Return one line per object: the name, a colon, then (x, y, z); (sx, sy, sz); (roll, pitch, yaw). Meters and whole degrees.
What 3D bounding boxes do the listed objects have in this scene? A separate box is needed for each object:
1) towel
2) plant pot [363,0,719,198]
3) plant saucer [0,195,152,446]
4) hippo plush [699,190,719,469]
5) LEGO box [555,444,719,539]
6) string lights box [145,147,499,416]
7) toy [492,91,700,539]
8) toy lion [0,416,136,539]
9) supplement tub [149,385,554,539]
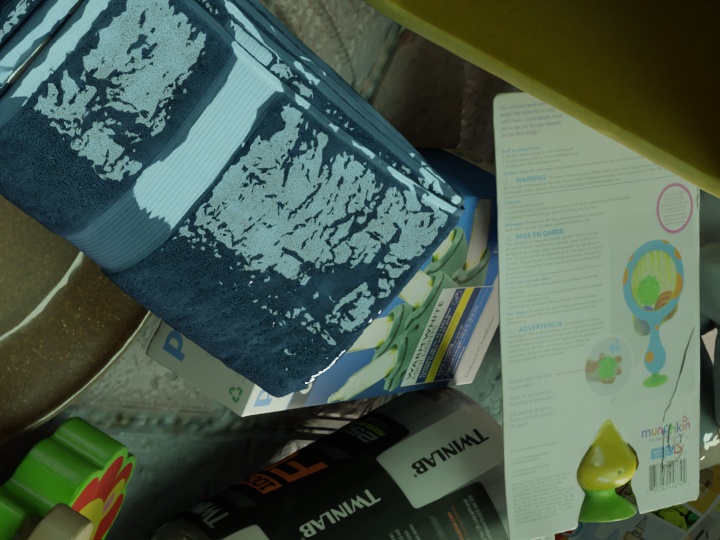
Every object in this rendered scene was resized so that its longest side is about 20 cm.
towel: (-0.058, -0.041, 0.752); (0.112, 0.049, 0.200); (-49, 125, 1)
plant pot: (0.140, -0.187, 0.833); (0.200, 0.194, 0.196); (-52, 165, -34)
plant saucer: (-0.147, -0.021, 0.788); (0.200, 0.037, 0.201); (-28, 135, -33)
hippo plush: (0.165, -0.002, 1.078); (0.161, 0.199, 0.160); (-49, 164, -52)
LEGO box: (0.191, 0.160, 1.161); (0.149, 0.200, 0.077); (-52, 143, -6)
string lights box: (0.000, 0.000, 0.922); (0.200, 0.059, 0.103); (-3, 120, -59)
toy: (0.101, 0.015, 0.956); (0.115, 0.047, 0.201); (-8, 98, -32)
toy lion: (-0.158, 0.149, 0.830); (0.201, 0.068, 0.192); (-59, 173, -8)
supplement tub: (-0.017, 0.147, 0.976); (0.199, 0.122, 0.123); (-27, 135, -24)
